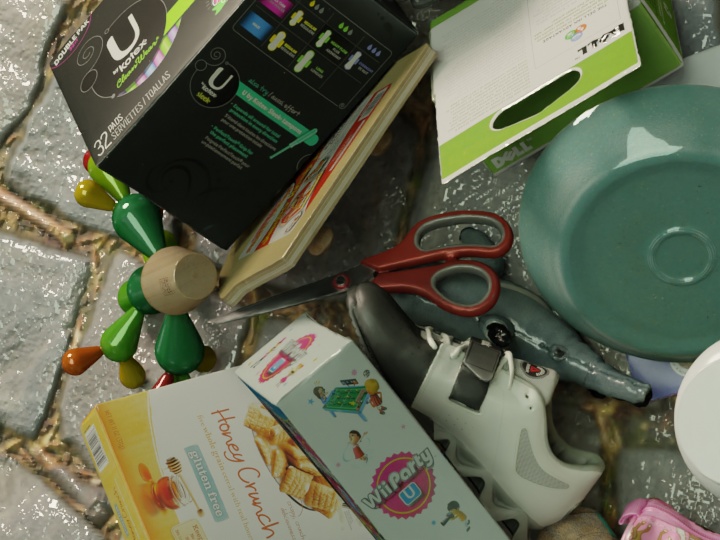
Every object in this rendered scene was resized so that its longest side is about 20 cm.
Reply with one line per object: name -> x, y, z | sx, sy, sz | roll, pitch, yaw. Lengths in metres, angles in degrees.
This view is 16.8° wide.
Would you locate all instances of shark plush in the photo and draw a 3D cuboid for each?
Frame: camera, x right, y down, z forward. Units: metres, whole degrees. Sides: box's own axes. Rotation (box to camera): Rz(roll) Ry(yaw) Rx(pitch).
shark plush -> 0.092, 0.049, 1.572 | 0.200, 0.083, 0.091 | 39, 100, 23

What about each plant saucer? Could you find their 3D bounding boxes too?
plant saucer -> 0.194, -0.017, 1.476 | 0.198, 0.036, 0.201 | 3, 124, 5

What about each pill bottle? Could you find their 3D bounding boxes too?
pill bottle -> 0.245, 0.087, 1.430 | 0.104, 0.200, 0.105 | -1, 87, 23

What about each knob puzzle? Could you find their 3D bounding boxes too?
knob puzzle -> -0.028, -0.051, 1.608 | 0.030, 0.220, 0.220 | 37, 101, -12

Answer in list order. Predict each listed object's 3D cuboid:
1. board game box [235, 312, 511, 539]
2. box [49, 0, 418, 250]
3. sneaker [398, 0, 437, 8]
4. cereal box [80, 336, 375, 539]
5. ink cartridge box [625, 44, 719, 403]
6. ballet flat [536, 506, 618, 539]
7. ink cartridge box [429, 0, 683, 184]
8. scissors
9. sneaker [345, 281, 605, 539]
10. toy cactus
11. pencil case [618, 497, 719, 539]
board game box -> 0.018, 0.127, 1.500 | 0.064, 0.148, 0.200 | -39, 102, -6
box -> -0.087, -0.148, 1.628 | 0.200, 0.124, 0.149 | -48, 36, 12
sneaker -> 0.034, -0.212, 1.577 | 0.077, 0.199, 0.083 | 11, 97, 54
cereal box -> -0.065, 0.133, 1.583 | 0.145, 0.199, 0.040 | 64, 147, 16
ink cartridge box -> 0.233, -0.039, 1.543 | 0.195, 0.043, 0.201 | -20, 74, 21
ballet flat -> 0.111, 0.246, 1.540 | 0.067, 0.068, 0.201 | 26, 96, 60
ink cartridge box -> 0.122, -0.117, 1.520 | 0.147, 0.076, 0.200 | -30, 29, 19
scissors -> 0.000, 0.000, 1.567 | 0.199, 0.014, 0.074 | -4, 66, 13
sneaker -> 0.074, 0.071, 1.519 | 0.088, 0.074, 0.200 | -38, 102, 16
toy cactus -> -0.145, 0.008, 1.652 | 0.102, 0.165, 0.201 | -7, 88, -22
pencil case -> 0.244, 0.205, 1.478 | 0.199, 0.083, 0.087 | 18, 80, 22
